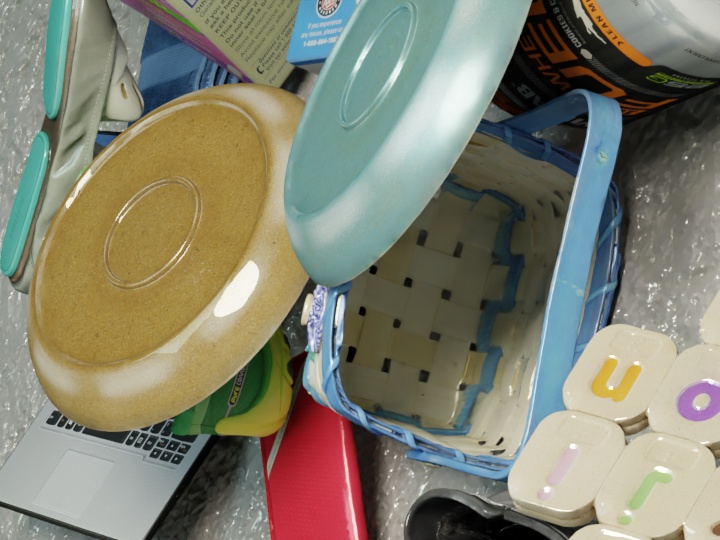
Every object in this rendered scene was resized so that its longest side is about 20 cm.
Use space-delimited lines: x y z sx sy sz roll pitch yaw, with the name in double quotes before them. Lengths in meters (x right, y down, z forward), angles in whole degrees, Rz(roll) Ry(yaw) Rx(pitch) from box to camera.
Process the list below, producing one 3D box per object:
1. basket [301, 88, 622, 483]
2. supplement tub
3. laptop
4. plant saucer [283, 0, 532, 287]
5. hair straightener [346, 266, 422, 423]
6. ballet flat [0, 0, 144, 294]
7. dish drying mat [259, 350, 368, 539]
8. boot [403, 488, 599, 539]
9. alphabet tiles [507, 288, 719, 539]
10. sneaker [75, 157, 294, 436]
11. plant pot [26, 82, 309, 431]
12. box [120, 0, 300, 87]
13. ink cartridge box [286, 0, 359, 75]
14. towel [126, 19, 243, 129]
"basket" 0.054 0.013 1.271 0.200 0.139 0.177 -8 66 64
"supplement tub" 0.126 -0.134 1.243 0.200 0.122 0.123 157 126 -65
"laptop" -0.153 0.035 1.568 0.187 0.116 0.200 8 60 55
"plant saucer" 0.017 -0.088 1.239 0.200 0.027 0.200 -53 20 29
"hair straightener" 0.000 0.000 1.409 0.077 0.041 0.200 -125 46 -56
"ballet flat" -0.153 -0.079 1.527 0.067 0.064 0.200 -120 41 -63
"dish drying mat" -0.022 0.140 1.396 0.077 0.018 0.200 -31 58 47
"boot" 0.069 0.120 1.201 0.200 0.131 0.070 3 77 56
"alphabet tiles" 0.164 0.080 1.086 0.200 0.015 0.196 14 54 30
"sneaker" -0.106 0.008 1.433 0.200 0.083 0.074 55 141 36
"plant pot" -0.098 -0.014 1.376 0.200 0.027 0.200 -24 47 28
"box" -0.123 -0.209 1.527 0.176 0.200 0.097 34 86 31
"ink cartridge box" 0.052 -0.195 1.434 0.146 0.086 0.201 -3 73 54
"towel" -0.101 -0.106 1.639 0.112 0.048 0.200 -12 64 53
